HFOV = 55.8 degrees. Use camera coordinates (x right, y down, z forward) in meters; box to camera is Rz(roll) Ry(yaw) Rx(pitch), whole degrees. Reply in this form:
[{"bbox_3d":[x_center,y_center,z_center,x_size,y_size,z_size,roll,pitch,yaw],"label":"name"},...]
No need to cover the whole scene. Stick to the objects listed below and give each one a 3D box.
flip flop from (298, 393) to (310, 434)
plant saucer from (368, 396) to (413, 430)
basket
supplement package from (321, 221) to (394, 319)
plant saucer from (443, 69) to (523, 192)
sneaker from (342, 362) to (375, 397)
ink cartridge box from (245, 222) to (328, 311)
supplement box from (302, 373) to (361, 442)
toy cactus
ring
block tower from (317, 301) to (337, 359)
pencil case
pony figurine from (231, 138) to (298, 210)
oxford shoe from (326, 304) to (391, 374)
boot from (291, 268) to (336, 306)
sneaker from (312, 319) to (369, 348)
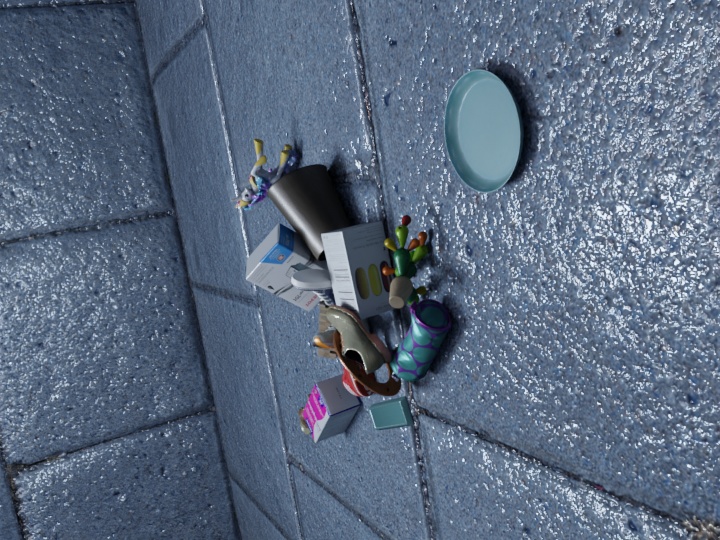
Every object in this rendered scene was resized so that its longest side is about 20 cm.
[{"bbox_3d":[-0.173,0.468,2.170,0.082,0.057,0.201,61,150,28],"label":"flip flop"},{"bbox_3d":[0.072,0.359,1.687,0.200,0.019,0.071,-36,70,63],"label":"plant saucer"},{"bbox_3d":[-0.107,-0.137,1.663,0.201,0.179,0.136,59,139,13],"label":"basket"},{"bbox_3d":[0.000,0.000,1.553,0.109,0.113,0.202,0,104,62],"label":"supplement package"},{"bbox_3d":[0.208,-0.232,1.135,0.200,0.027,0.202,39,136,51],"label":"plant saucer"},{"bbox_3d":[-0.035,0.239,1.775,0.115,0.078,0.202,-34,70,60],"label":"sneaker"},{"bbox_3d":[-0.165,-0.005,1.705,0.146,0.199,0.086,-44,30,29],"label":"ink cartridge box"},{"bbox_3d":[-0.084,0.389,1.913,0.102,0.103,0.201,61,151,27],"label":"supplement box"},{"bbox_3d":[0.082,0.007,1.365,0.166,0.101,0.201,-67,-17,-49],"label":"toy cactus"},{"bbox_3d":[0.013,0.208,1.550,0.019,0.200,0.201,-46,56,23],"label":"ring"},{"bbox_3d":[-0.080,0.152,1.812,0.054,0.057,0.201,-71,-13,-50],"label":"block tower"},{"bbox_3d":[0.121,0.148,1.414,0.092,0.085,0.201,29,137,9],"label":"pencil case"},{"bbox_3d":[-0.247,-0.251,1.877,0.167,0.192,0.201,49,124,37],"label":"pony figurine"},{"bbox_3d":[-0.021,0.147,1.488,0.200,0.074,0.071,38,154,37],"label":"oxford shoe"},{"bbox_3d":[-0.081,0.049,1.628,0.073,0.198,0.091,40,124,46],"label":"boot"},{"bbox_3d":[-0.049,0.135,1.638,0.075,0.199,0.093,0,95,33],"label":"sneaker"}]
